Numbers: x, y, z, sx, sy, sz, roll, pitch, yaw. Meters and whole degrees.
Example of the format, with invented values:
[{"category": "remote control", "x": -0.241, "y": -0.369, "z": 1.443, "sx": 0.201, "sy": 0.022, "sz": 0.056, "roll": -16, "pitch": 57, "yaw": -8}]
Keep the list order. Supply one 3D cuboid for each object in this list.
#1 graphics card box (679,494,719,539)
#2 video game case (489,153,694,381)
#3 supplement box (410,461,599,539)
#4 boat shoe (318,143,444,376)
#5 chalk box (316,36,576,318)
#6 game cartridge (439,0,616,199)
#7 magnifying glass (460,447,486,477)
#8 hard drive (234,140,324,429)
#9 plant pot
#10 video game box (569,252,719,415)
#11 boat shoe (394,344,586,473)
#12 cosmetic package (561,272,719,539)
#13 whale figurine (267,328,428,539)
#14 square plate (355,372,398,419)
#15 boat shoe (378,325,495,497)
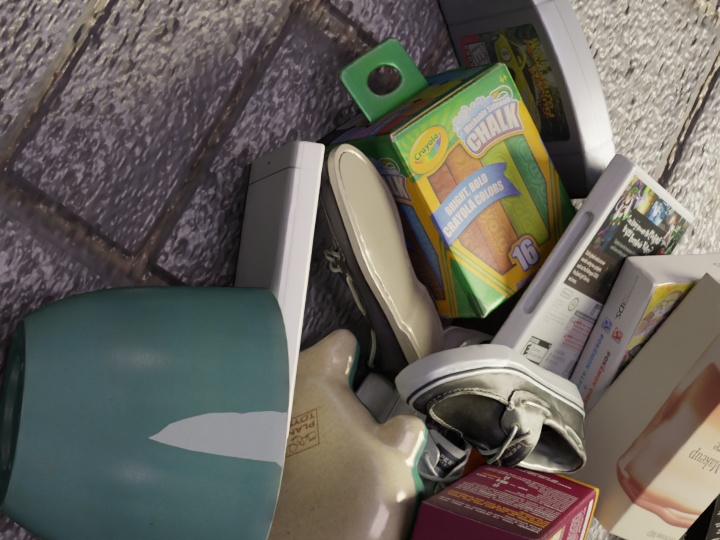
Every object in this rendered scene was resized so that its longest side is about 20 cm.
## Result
[{"category": "graphics card box", "x": 0.332, "y": 0.185, "z": 1.393, "sx": 0.125, "sy": 0.051, "sz": 0.200, "roll": -7, "pitch": 120, "yaw": -30}, {"category": "video game case", "x": 0.182, "y": 0.010, "z": 1.266, "sx": 0.182, "sy": 0.023, "sz": 0.200, "roll": -57, "pitch": 155, "yaw": 5}, {"category": "supplement box", "x": 0.097, "y": 0.208, "z": 1.156, "sx": 0.200, "sy": 0.086, "sz": 0.110, "roll": -8, "pitch": 115, "yaw": -70}, {"category": "boat shoe", "x": 0.000, "y": 0.000, "z": 1.174, "sx": 0.200, "sy": 0.063, "sz": 0.073, "roll": 66, "pitch": 32, "yaw": -31}, {"category": "chalk box", "x": 0.056, "y": -0.078, "z": 1.228, "sx": 0.124, "sy": 0.124, "sz": 0.200, "roll": -37, "pitch": 108, "yaw": -27}, {"category": "game cartridge", "x": 0.133, "y": -0.149, "z": 1.271, "sx": 0.041, "sy": 0.133, "sz": 0.200, "roll": -27, "pitch": 102, "yaw": -30}, {"category": "magnifying glass", "x": 0.075, "y": 0.191, "z": 1.241, "sx": 0.080, "sy": 0.022, "sz": 0.200, "roll": 68, "pitch": 41, "yaw": -63}, {"category": "hard drive", "x": -0.065, "y": 0.015, "z": 1.148, "sx": 0.027, "sy": 0.132, "sz": 0.200, "roll": 8, "pitch": 85, "yaw": -17}, {"category": "plant pot", "x": -0.152, "y": 0.100, "z": 1.066, "sx": 0.161, "sy": 0.201, "sz": 0.201, "roll": 8, "pitch": 85, "yaw": -17}, {"category": "video game box", "x": 0.266, "y": 0.070, "z": 1.339, "sx": 0.200, "sy": 0.047, "sz": 0.182, "roll": -2, "pitch": 128, "yaw": -36}, {"category": "boat shoe", "x": 0.106, "y": 0.104, "z": 1.164, "sx": 0.200, "sy": 0.072, "sz": 0.071, "roll": 16, "pitch": 48, "yaw": -45}, {"category": "cosmetic package", "x": 0.255, "y": 0.113, "z": 1.269, "sx": 0.103, "sy": 0.087, "sz": 0.200, "roll": 23, "pitch": 110, "yaw": -47}, {"category": "whale figurine", "x": -0.015, "y": 0.144, "z": 1.169, "sx": 0.104, "sy": 0.159, "sz": 0.200, "roll": 41, "pitch": 31, "yaw": -47}, {"category": "square plate", "x": 0.017, "y": 0.214, "z": 1.256, "sx": 0.198, "sy": 0.028, "sz": 0.200, "roll": 44, "pitch": 68, "yaw": -24}, {"category": "boat shoe", "x": 0.052, "y": 0.134, "z": 1.222, "sx": 0.072, "sy": 0.069, "sz": 0.200, "roll": 39, "pitch": 69, "yaw": -24}]
